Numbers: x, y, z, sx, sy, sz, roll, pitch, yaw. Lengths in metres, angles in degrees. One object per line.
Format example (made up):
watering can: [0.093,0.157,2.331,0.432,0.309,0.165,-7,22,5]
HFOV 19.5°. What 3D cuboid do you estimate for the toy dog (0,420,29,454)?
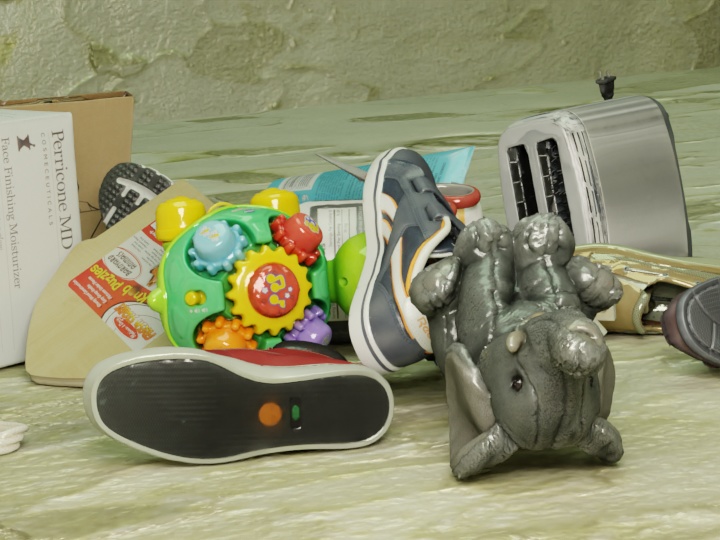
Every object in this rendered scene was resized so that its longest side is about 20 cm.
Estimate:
toy dog: [-0.311,0.067,1.438,0.132,0.096,0.200,-7,10,-21]

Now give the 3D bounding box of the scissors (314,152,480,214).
scissors: [0.011,-0.070,1.680,0.200,0.014,0.073,18,31,41]

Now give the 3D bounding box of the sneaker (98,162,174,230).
sneaker: [-0.141,-0.017,1.785,0.200,0.074,0.080,41,7,8]

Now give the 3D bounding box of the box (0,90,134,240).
box: [-0.279,-0.057,1.859,0.163,0.200,0.021,-9,25,-33]

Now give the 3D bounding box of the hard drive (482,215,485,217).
hard drive: [0.063,-0.026,1.864,0.135,0.042,0.200,34,-14,-36]

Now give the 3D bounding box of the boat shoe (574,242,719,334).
boat shoe: [0.216,0.021,1.653,0.200,0.072,0.076,-1,21,8]

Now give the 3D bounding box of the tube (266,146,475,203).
tube: [0.007,-0.065,1.807,0.200,0.077,0.050,-6,-32,38]

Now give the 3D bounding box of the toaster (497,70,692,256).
toaster: [0.197,-0.069,1.783,0.129,0.200,0.114,-11,2,-42]

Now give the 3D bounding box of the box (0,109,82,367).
box: [-0.339,-0.031,1.716,0.200,0.199,0.131,5,14,41]

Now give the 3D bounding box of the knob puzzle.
knob puzzle: [-0.171,0.029,1.623,0.220,0.030,0.220,-15,40,13]

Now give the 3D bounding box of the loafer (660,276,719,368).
loafer: [0.283,0.043,1.534,0.200,0.072,0.063,-4,-12,-42]

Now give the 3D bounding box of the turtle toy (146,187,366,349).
turtle toy: [-0.058,0.012,1.515,0.200,0.146,0.101,-7,2,-24]

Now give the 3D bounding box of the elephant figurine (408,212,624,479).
elephant figurine: [0.101,0.066,1.261,0.141,0.155,0.200,-35,32,15]

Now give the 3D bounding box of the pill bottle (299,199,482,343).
pill bottle: [0.000,0.000,1.681,0.200,0.116,0.116,-3,9,2]

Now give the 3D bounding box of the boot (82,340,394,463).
boot: [-0.091,0.079,1.391,0.200,0.072,0.144,3,7,-16]

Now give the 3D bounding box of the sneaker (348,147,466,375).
sneaker: [0.047,-0.015,1.462,0.079,0.078,0.200,-21,41,27]

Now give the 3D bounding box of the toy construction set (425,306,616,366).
toy construction set: [0.109,0.028,1.551,0.131,0.092,0.200,-17,-3,27]
